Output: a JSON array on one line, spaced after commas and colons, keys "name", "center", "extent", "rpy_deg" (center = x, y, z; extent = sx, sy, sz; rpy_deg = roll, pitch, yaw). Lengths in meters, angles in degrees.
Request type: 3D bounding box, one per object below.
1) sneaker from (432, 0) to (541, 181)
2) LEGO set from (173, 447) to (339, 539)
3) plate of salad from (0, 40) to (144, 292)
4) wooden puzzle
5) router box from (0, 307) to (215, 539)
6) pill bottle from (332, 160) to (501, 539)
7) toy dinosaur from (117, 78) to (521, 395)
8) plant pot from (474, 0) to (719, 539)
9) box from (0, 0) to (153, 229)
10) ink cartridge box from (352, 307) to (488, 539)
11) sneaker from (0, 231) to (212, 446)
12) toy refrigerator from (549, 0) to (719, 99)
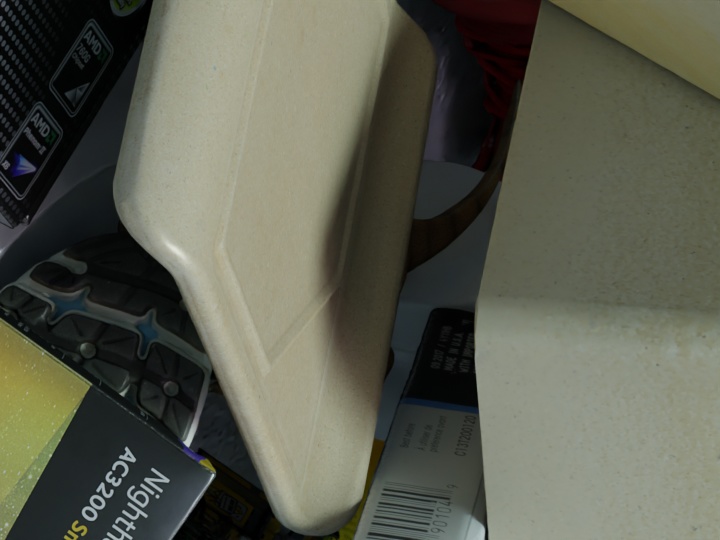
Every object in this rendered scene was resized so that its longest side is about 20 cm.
[{"name": "sneaker", "center": [0.070, -0.070, 1.084], "extent": [0.200, 0.078, 0.116], "rpy_deg": [0, 117, -56]}, {"name": "LEGO set", "center": [-0.045, 0.157, 0.996], "extent": [0.154, 0.116, 0.200], "rpy_deg": [-56, -174, -1]}, {"name": "plate of salad", "center": [-0.101, 0.012, 0.926], "extent": [0.200, 0.048, 0.201], "rpy_deg": [-37, 147, -29]}, {"name": "wooden puzzle", "center": [-0.025, -0.044, 0.839], "extent": [0.200, 0.037, 0.186], "rpy_deg": [65, 31, -59]}, {"name": "router box", "center": [-0.159, 0.090, 0.802], "extent": [0.200, 0.157, 0.052], "rpy_deg": [-55, -175, -3]}, {"name": "pill bottle", "center": [0.021, 0.058, 1.102], "extent": [0.109, 0.109, 0.201], "rpy_deg": [-36, 145, -33]}, {"name": "toy dinosaur", "center": [0.000, 0.000, 0.957], "extent": [0.200, 0.060, 0.107], "rpy_deg": [-8, 125, -54]}, {"name": "plant pot", "center": [0.142, 0.030, 0.944], "extent": [0.200, 0.176, 0.201], "rpy_deg": [-75, 164, -47]}, {"name": "box", "center": [-0.091, -0.139, 0.767], "extent": [0.194, 0.047, 0.200], "rpy_deg": [-57, 152, -15]}, {"name": "ink cartridge box", "center": [0.014, 0.143, 0.959], "extent": [0.198, 0.043, 0.201], "rpy_deg": [-70, 168, -64]}, {"name": "sneaker", "center": [-0.100, 0.076, 0.894], "extent": [0.201, 0.078, 0.090], "rpy_deg": [-63, 172, 12]}, {"name": "toy refrigerator", "center": [0.082, -0.124, 0.916], "extent": [0.076, 0.200, 0.070], "rpy_deg": [-48, 151, -17]}]
